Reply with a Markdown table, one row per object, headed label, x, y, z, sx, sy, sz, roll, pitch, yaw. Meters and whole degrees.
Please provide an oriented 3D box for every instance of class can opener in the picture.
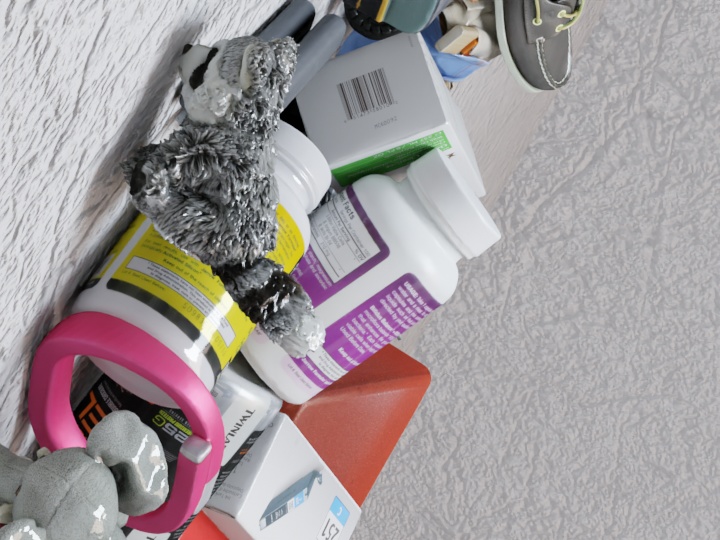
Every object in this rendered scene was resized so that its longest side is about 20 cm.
| label | x | y | z | sx | sy | sz | roll | pitch | yaw |
| --- | --- | --- | --- | --- | --- | --- | --- | --- | --- |
| can opener | -0.065 | -0.141 | 1.621 | 0.200 | 0.053 | 0.067 | -50 | 167 | -54 |

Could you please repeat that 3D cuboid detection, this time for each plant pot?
| label | x | y | z | sx | sy | sz | roll | pitch | yaw |
| --- | --- | --- | --- | --- | --- | --- | --- | --- | --- |
| plant pot | -0.092 | 0.125 | 1.980 | 0.200 | 0.200 | 0.176 | -61 | 161 | 11 |

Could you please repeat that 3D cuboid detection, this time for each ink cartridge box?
| label | x | y | z | sx | sy | sz | roll | pitch | yaw |
| --- | --- | --- | --- | --- | --- | --- | --- | --- | --- |
| ink cartridge box | -0.081 | 0.225 | 1.844 | 0.176 | 0.045 | 0.200 | -64 | 151 | -19 |

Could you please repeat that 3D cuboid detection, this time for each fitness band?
| label | x | y | z | sx | sy | sz | roll | pitch | yaw |
| --- | --- | --- | --- | --- | --- | --- | --- | --- | --- |
| fitness band | -0.163 | 0.107 | 1.579 | 0.037 | 0.144 | 0.200 | -50 | 168 | -34 |

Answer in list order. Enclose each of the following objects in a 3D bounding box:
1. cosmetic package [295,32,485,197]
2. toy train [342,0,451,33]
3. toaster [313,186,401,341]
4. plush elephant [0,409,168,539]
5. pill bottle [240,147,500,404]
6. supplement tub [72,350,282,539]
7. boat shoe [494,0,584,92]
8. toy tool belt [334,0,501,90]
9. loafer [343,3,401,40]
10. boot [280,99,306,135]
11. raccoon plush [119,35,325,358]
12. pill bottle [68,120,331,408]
| label | x | y | z | sx | sy | sz | roll | pitch | yaw |
| --- | --- | --- | --- | --- | --- | --- | --- | --- | --- |
| cosmetic package | 0.024 | -0.103 | 1.774 | 0.107 | 0.085 | 0.200 | -20 | 163 | 7 |
| toy train | 0.038 | -0.247 | 1.653 | 0.200 | 0.114 | 0.085 | -51 | 169 | -49 |
| toaster | 0.013 | -0.030 | 2.082 | 0.113 | 0.200 | 0.129 | -18 | 173 | -4 |
| plush elephant | -0.209 | 0.168 | 1.518 | 0.165 | 0.200 | 0.155 | -44 | 145 | -39 |
| pill bottle | 0.000 | 0.000 | 1.705 | 0.200 | 0.112 | 0.112 | -35 | 175 | 7 |
| supplement tub | -0.160 | 0.134 | 1.728 | 0.200 | 0.122 | 0.123 | -52 | 174 | 10 |
| boat shoe | 0.143 | -0.223 | 1.834 | 0.072 | 0.060 | 0.201 | -55 | 141 | -38 |
| toy tool belt | 0.036 | -0.178 | 1.902 | 0.200 | 0.125 | 0.123 | -30 | -165 | 42 |
| loafer | 0.055 | -0.271 | 1.821 | 0.200 | 0.073 | 0.071 | -61 | 171 | 10 |
| boot | -0.068 | -0.070 | 1.830 | 0.200 | 0.070 | 0.147 | -105 | -155 | -71 |
| raccoon plush | -0.056 | -0.060 | 1.500 | 0.134 | 0.200 | 0.097 | -41 | -165 | 17 |
| pill bottle | -0.106 | -0.011 | 1.617 | 0.200 | 0.112 | 0.112 | -56 | 171 | -27 |
